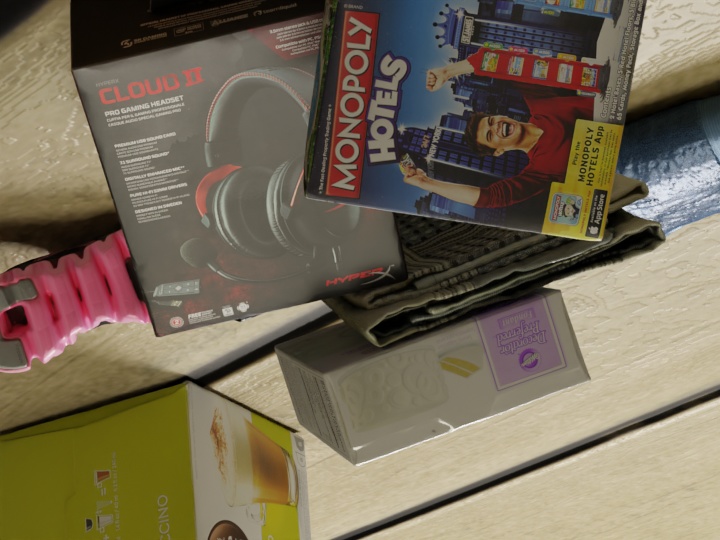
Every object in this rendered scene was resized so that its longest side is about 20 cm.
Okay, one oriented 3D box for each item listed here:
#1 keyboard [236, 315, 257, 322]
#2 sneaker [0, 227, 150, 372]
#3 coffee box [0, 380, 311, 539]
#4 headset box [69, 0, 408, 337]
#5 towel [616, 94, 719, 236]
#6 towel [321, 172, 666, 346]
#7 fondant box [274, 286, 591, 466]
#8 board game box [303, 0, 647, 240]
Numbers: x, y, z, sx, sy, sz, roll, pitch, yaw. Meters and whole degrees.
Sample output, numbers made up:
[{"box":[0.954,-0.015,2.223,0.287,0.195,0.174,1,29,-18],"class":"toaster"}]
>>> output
[{"box":[0.000,0.000,1.284,0.198,0.040,0.104,-22,-157,-19],"class":"keyboard"},{"box":[-0.170,0.006,1.373,0.198,0.080,0.095,-13,-169,-7],"class":"sneaker"},{"box":[-0.170,0.232,1.706,0.198,0.202,0.198,-16,155,23],"class":"coffee box"},{"box":[-0.065,-0.077,1.089,0.147,0.075,0.201,-12,127,0],"class":"headset box"},{"box":[0.237,-0.075,1.299,0.198,0.049,0.111,-18,153,25],"class":"towel"},{"box":[0.059,-0.025,1.206,0.191,0.035,0.200,-18,-159,-14],"class":"towel"},{"box":[0.036,0.054,1.210,0.143,0.059,0.200,-19,-174,-9],"class":"fondant box"},{"box":[0.035,-0.130,0.986,0.198,0.202,0.062,9,-169,-5],"class":"board game box"}]
